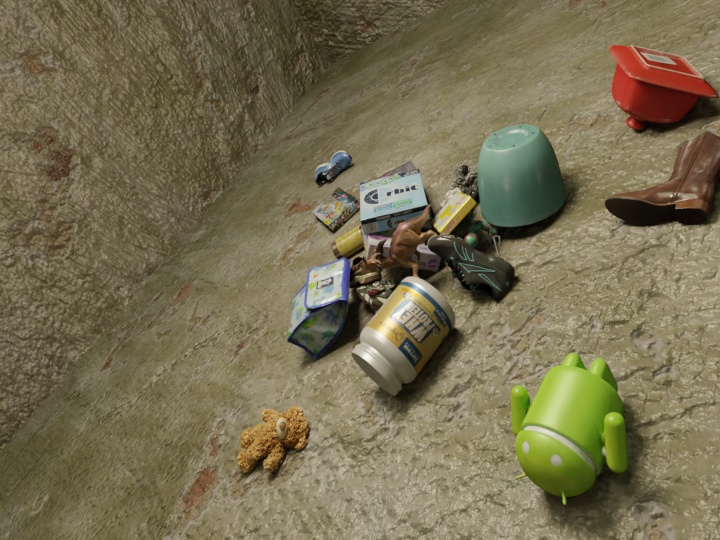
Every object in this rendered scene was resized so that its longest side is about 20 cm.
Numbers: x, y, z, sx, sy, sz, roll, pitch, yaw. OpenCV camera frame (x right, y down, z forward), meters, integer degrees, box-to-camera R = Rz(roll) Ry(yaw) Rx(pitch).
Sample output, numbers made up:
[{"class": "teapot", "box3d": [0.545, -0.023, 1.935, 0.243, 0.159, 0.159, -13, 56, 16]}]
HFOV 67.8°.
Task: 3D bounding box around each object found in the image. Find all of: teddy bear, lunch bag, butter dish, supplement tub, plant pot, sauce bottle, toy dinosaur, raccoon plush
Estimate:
[{"class": "teddy bear", "box3d": [-0.205, 0.372, 1.190, 0.195, 0.067, 0.148, -17, 39, 38]}, {"class": "lunch bag", "box3d": [-0.092, 0.084, 1.352, 0.200, 0.126, 0.173, -45, 25, 27]}, {"class": "butter dish", "box3d": [0.628, -0.382, 1.167, 0.192, 0.152, 0.203, 11, 41, 0]}, {"class": "supplement tub", "box3d": [0.086, 0.132, 1.089, 0.201, 0.146, 0.143, -49, 30, -16]}, {"class": "plant pot", "box3d": [0.351, -0.224, 1.202, 0.193, 0.165, 0.203, -16, 31, 10]}, {"class": "sauce bottle", "box3d": [0.005, -0.103, 1.602, 0.195, 0.065, 0.066, -29, 30, 17]}, {"class": "toy dinosaur", "box3d": [0.092, -0.060, 1.208, 0.086, 0.131, 0.205, -105, 39, -66]}, {"class": "raccoon plush", "box3d": [0.262, -0.196, 1.438, 0.136, 0.096, 0.200, -53, -1, 3]}]

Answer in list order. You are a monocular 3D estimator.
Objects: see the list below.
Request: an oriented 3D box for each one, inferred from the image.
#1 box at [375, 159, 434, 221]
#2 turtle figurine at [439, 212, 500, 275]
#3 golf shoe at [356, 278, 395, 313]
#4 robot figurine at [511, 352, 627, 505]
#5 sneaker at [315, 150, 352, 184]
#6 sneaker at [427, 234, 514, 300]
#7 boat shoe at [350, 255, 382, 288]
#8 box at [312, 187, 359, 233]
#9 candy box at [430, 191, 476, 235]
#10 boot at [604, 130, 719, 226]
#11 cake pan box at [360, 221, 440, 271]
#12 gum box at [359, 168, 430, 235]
[{"class": "box", "box3d": [0.124, -0.203, 1.526, 0.128, 0.117, 0.203, -24, 31, 11]}, {"class": "turtle figurine", "box3d": [0.246, -0.076, 1.244, 0.147, 0.102, 0.201, -33, 22, 7]}, {"class": "golf shoe", "box3d": [0.039, 0.074, 1.298, 0.074, 0.092, 0.200, -15, 0, -10]}, {"class": "robot figurine", "box3d": [0.292, 0.219, 0.751, 0.172, 0.117, 0.202, 7, 54, 51]}, {"class": "sneaker", "box3d": [-0.109, -0.403, 2.155, 0.197, 0.078, 0.091, -30, 35, 35]}, {"class": "sneaker", "box3d": [0.223, -0.010, 1.124, 0.195, 0.076, 0.081, 26, 79, 17]}, {"class": "boat shoe", "box3d": [0.006, -0.001, 1.388, 0.072, 0.078, 0.201, -13, -2, -21]}, {"class": "box", "box3d": [-0.086, -0.215, 1.889, 0.136, 0.038, 0.200, -42, 29, -3]}, {"class": "candy box", "box3d": [0.213, -0.134, 1.253, 0.102, 0.026, 0.200, -47, 6, 10]}, {"class": "boot", "box3d": [0.581, -0.179, 1.009, 0.182, 0.065, 0.203, 13, 60, 40]}, {"class": "cake pan box", "box3d": [0.101, -0.077, 1.350, 0.187, 0.192, 0.054, -93, 15, -55]}, {"class": "gum box", "box3d": [0.081, -0.176, 1.347, 0.163, 0.046, 0.203, -13, 35, 7]}]
